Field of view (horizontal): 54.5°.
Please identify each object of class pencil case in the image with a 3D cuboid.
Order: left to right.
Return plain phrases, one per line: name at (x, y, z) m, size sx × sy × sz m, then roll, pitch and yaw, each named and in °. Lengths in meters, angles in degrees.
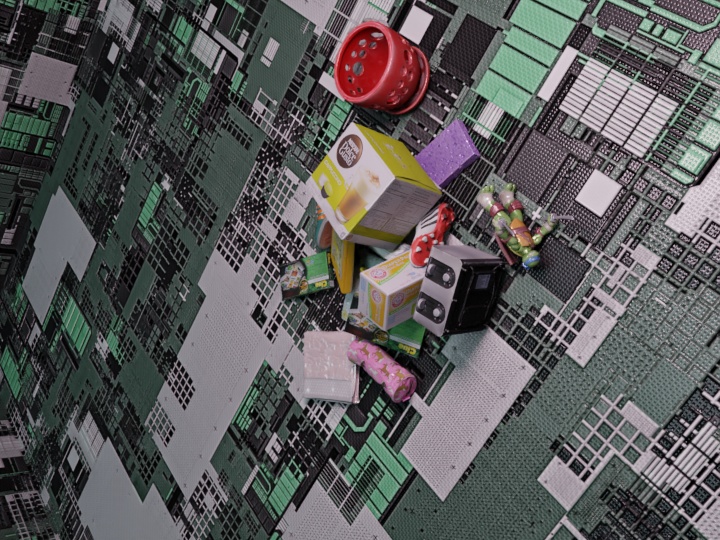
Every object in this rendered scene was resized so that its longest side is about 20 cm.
pencil case at (0.053, 0.247, 1.760) m, size 0.200 × 0.086 × 0.083 m, roll 37°, pitch 91°, yaw 39°

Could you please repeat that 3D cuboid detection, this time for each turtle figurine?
turtle figurine at (0.347, -0.119, 1.497) m, size 0.143 × 0.200 × 0.195 m, roll -27°, pitch 58°, yaw -1°

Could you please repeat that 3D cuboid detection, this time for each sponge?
sponge at (0.194, -0.264, 1.720) m, size 0.200 × 0.030 × 0.112 m, roll -41°, pitch 59°, yaw 33°

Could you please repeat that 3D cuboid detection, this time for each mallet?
mallet at (0.000, 0.000, 1.762) m, size 0.041 × 0.065 × 0.201 m, roll -57°, pitch 47°, yaw 30°

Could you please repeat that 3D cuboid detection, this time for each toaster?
toaster at (0.226, 0.040, 1.566) m, size 0.118 × 0.199 × 0.182 m, roll 29°, pitch 113°, yaw 42°

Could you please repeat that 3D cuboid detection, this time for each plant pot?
plant pot at (0.060, -0.501, 1.763) m, size 0.199 × 0.182 × 0.202 m, roll -4°, pitch 83°, yaw 41°

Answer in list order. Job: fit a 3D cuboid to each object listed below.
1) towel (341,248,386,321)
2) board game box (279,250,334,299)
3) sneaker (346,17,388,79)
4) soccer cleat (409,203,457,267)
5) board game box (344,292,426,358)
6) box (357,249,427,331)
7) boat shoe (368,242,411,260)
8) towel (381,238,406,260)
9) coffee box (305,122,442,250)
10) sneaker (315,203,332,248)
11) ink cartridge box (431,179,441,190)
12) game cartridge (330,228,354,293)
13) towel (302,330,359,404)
towel at (0.028, 0.064, 1.808) m, size 0.171 × 0.048 × 0.202 m, roll 28°, pitch 109°, yaw 44°
board game box at (-0.156, 0.016, 2.000) m, size 0.199 × 0.023 × 0.106 m, roll -14°, pitch 75°, yaw 41°
sneaker at (-0.017, -0.609, 1.898) m, size 0.200 × 0.099 × 0.078 m, roll -49°, pitch 57°, yaw 27°
soccer cleat at (0.159, -0.081, 1.660) m, size 0.085 × 0.069 × 0.201 m, roll -14°, pitch 37°, yaw 50°
board game box at (0.064, 0.136, 1.735) m, size 0.199 × 0.023 × 0.106 m, roll 19°, pitch 104°, yaw 13°
box at (0.101, 0.038, 1.640) m, size 0.101 × 0.199 × 0.113 m, roll 37°, pitch 139°, yaw 37°
boat shoe at (0.046, -0.083, 1.787) m, size 0.202 × 0.074 × 0.065 m, roll 39°, pitch 99°, yaw 36°
towel at (0.090, -0.024, 1.797) m, size 0.086 × 0.018 × 0.202 m, roll -25°, pitch 70°, yaw 38°
coffee box at (0.031, -0.195, 1.654) m, size 0.198 × 0.199 × 0.200 m, roll -48°, pitch 57°, yaw 24°
sneaker at (-0.089, -0.162, 1.943) m, size 0.080 × 0.071 × 0.202 m, roll 23°, pitch 95°, yaw 44°
ink cartridge box at (0.110, -0.224, 1.748) m, size 0.200 × 0.039 × 0.100 m, roll 50°, pitch 119°, yaw 32°
game cartridge at (-0.047, -0.071, 1.816) m, size 0.177 × 0.032 × 0.201 m, roll -109°, pitch 17°, yaw -52°
towel at (-0.084, 0.262, 1.915) m, size 0.199 × 0.032 × 0.193 m, roll -3°, pitch 83°, yaw 41°
